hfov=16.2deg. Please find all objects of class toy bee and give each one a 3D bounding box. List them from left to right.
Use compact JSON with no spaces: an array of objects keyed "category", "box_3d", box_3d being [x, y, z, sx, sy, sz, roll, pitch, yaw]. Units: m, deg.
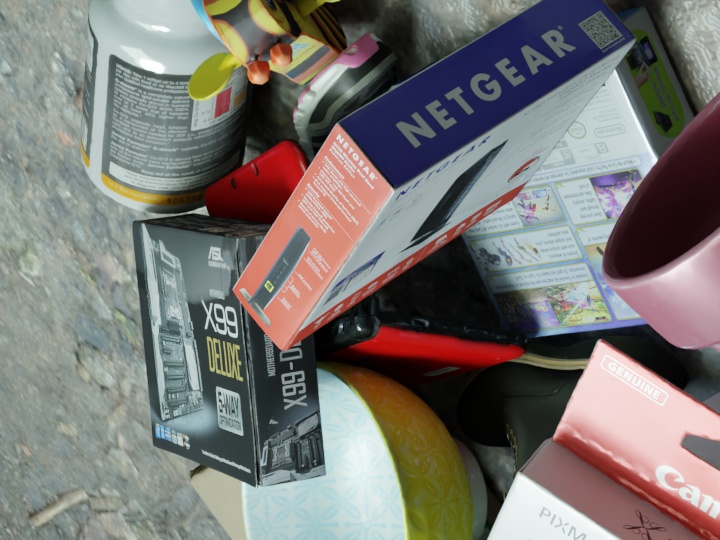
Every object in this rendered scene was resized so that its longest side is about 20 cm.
[{"category":"toy bee","box_3d":[-0.066,-0.148,1.549,0.131,0.200,0.109,-47,55,33]}]

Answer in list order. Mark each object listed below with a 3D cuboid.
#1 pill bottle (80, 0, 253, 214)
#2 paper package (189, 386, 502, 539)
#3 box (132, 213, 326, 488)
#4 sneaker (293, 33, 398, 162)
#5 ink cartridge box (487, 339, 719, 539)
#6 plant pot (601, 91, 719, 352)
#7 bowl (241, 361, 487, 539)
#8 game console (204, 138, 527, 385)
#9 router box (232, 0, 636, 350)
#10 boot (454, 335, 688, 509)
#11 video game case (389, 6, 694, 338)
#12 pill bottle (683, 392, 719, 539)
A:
[{"category":"pill bottle","box_3d":[-0.126,-0.142,1.694,0.116,0.116,0.200,38,142,23]},{"category":"paper package","box_3d":[-0.001,0.178,1.829,0.200,0.103,0.191,54,146,3]},{"category":"box","box_3d":[-0.087,0.047,1.643,0.200,0.050,0.158,-168,72,-66]},{"category":"sneaker","box_3d":[0.006,-0.070,1.638,0.087,0.074,0.200,40,148,20]},{"category":"ink cartridge box","box_3d":[0.179,0.159,1.434,0.200,0.045,0.176,33,133,13]},{"category":"plant pot","box_3d":[0.255,-0.008,1.301,0.179,0.200,0.200,43,147,-10]},{"category":"bowl","box_3d":[0.018,0.153,1.661,0.200,0.108,0.200,15,108,55]},{"category":"game console","box_3d":[0.000,0.000,1.644,0.200,0.172,0.119,158,119,-69]},{"category":"router box","box_3d":[0.039,-0.058,1.413,0.049,0.200,0.180,50,145,10]},{"category":"boot","box_3d":[0.104,0.117,1.605,0.077,0.138,0.200,40,151,-18]},{"category":"video game case","box_3d":[0.128,-0.053,1.526,0.200,0.045,0.181,-9,110,53]},{"category":"pill bottle","box_3d":[0.264,0.169,1.491,0.114,0.114,0.200,4,122,49]}]
